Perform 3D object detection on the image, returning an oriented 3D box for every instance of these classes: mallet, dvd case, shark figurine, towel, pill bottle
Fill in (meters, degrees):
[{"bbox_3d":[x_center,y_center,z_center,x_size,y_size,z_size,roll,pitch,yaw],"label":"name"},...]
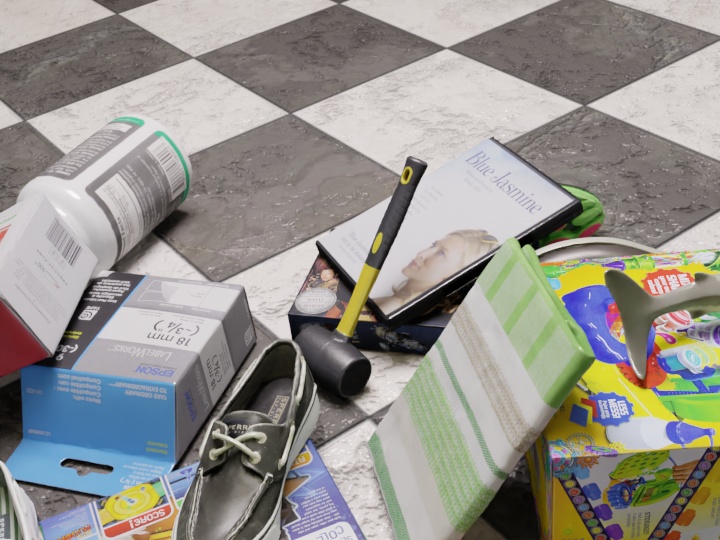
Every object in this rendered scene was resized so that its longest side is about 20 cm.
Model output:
[{"bbox_3d":[0.000,0.000,0.863,0.066,0.201,0.041,21,4,40],"label":"mallet"},{"bbox_3d":[0.075,-0.038,0.932,0.200,0.018,0.143,-31,40,-11],"label":"dvd case"},{"bbox_3d":[0.264,0.009,0.660,0.214,0.090,0.128,9,36,15],"label":"shark figurine"},{"bbox_3d":[0.076,0.094,0.703,0.031,0.200,0.149,22,24,-24],"label":"towel"},{"bbox_3d":[-0.264,-0.062,1.045,0.113,0.113,0.200,12,39,25],"label":"pill bottle"}]

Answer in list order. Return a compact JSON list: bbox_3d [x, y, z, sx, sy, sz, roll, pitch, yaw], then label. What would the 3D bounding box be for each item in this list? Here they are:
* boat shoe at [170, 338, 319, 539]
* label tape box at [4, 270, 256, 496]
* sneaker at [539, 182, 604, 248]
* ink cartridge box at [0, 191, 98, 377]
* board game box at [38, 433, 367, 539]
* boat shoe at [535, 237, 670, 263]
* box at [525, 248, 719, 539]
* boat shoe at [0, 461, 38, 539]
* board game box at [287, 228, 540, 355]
[{"bbox_3d":[-0.081,0.125,0.722,0.070,0.064,0.200,3,36,14],"label":"boat shoe"},{"bbox_3d":[-0.191,0.086,0.864,0.144,0.063,0.200,5,36,19],"label":"label tape box"},{"bbox_3d":[0.131,-0.066,1.009,0.199,0.077,0.084,3,40,13],"label":"sneaker"},{"bbox_3d":[-0.339,0.049,0.868,0.200,0.084,0.176,-23,30,21],"label":"ink cartridge box"},{"bbox_3d":[-0.106,0.191,0.722,0.199,0.035,0.135,-18,37,-15],"label":"board game box"},{"bbox_3d":[0.228,0.021,0.858,0.201,0.072,0.061,4,36,1],"label":"boat shoe"},{"bbox_3d":[0.210,0.093,0.728,0.192,0.122,0.200,-5,35,2],"label":"box"},{"bbox_3d":[-0.244,0.207,0.698,0.073,0.067,0.200,-18,36,-15],"label":"boat shoe"},{"bbox_3d":[0.051,0.018,0.939,0.199,0.035,0.136,4,36,16],"label":"board game box"}]
